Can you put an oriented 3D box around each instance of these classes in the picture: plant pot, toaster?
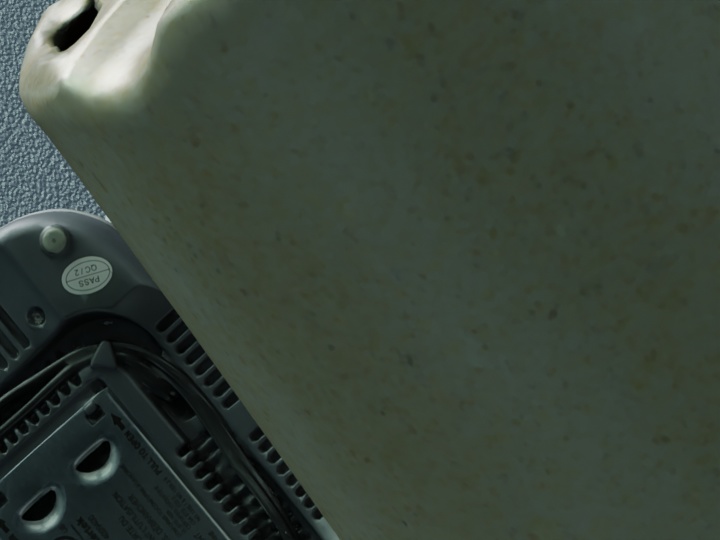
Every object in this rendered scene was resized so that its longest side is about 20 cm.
[{"bbox_3d":[0.043,-0.013,0.503,0.200,0.184,0.201,-39,18,15],"label":"plant pot"},{"bbox_3d":[-0.048,0.079,0.741,0.114,0.200,0.129,-43,-11,4],"label":"toaster"}]

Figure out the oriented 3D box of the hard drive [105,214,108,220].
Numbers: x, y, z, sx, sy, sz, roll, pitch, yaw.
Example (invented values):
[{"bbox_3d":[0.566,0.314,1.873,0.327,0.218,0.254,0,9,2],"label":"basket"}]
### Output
[{"bbox_3d":[-0.048,-0.024,0.906,0.200,0.026,0.132,125,151,-51],"label":"hard drive"}]
